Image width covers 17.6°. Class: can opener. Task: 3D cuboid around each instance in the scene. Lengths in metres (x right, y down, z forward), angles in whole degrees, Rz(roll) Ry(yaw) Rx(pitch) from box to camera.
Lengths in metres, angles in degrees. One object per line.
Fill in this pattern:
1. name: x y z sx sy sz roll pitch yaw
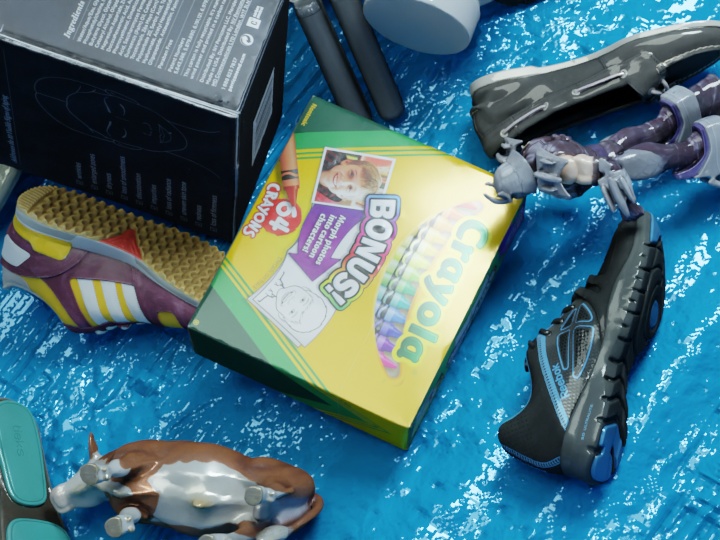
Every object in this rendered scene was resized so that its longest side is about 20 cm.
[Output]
1. can opener: -0.023 -0.199 1.725 0.052 0.201 0.067 -22 22 7

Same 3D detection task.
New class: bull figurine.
1. bull figurine: -0.128 0.152 1.595 0.199 0.121 0.066 2 97 12

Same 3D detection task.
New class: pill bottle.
1. pill bottle: 0.070 -0.265 1.706 0.112 0.112 0.201 10 68 24

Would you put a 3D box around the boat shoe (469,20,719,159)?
1. boat shoe: 0.177 -0.129 1.684 0.199 0.067 0.057 -14 73 16

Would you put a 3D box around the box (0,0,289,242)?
1. box: -0.162 -0.142 1.689 0.195 0.200 0.125 17 65 4

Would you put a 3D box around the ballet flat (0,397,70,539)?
1. ballet flat: -0.245 0.184 1.650 0.064 0.067 0.201 -44 48 33

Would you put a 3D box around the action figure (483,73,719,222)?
1. action figure: 0.177 -0.075 1.606 0.199 0.070 0.130 -14 26 -16

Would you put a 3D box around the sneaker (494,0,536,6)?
1. sneaker: 0.172 -0.293 1.769 0.200 0.076 0.116 -23 58 8

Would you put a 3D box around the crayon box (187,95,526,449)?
1. crayon box: 0.000 0.000 1.643 0.172 0.058 0.201 23 70 12

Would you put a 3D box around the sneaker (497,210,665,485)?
1. sneaker: 0.153 0.044 1.580 0.081 0.073 0.201 9 63 25

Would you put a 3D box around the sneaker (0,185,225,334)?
1. sneaker: -0.171 0.013 1.719 0.199 0.090 0.075 26 32 8

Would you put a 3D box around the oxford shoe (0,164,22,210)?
1. oxford shoe: -0.281 -0.103 1.829 0.075 0.058 0.201 18 83 27
